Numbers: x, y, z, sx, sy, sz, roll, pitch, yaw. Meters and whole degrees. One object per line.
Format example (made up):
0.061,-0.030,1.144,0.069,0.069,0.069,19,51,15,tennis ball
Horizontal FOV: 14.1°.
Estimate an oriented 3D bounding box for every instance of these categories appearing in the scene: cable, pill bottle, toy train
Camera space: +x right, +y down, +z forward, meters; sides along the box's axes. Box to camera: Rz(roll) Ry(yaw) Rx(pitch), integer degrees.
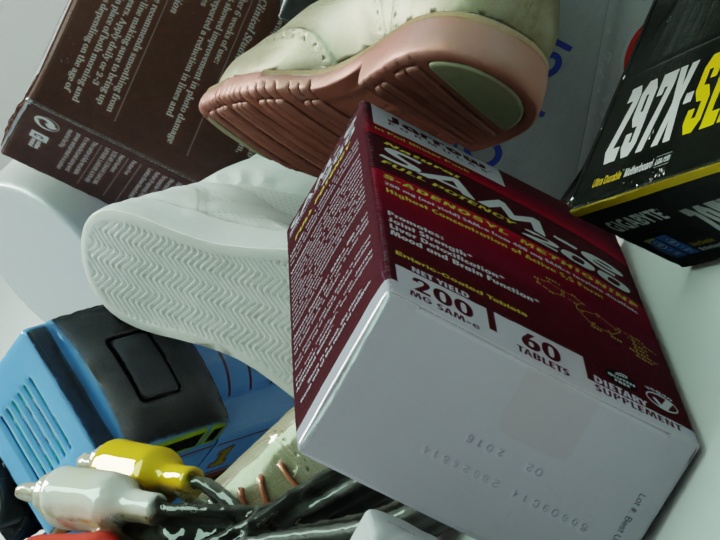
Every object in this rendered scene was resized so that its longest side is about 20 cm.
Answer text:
-0.053,0.088,1.008,0.199,0.050,0.097,-14,27,42,cable
-0.080,-0.061,1.367,0.200,0.114,0.114,-45,0,-30,pill bottle
-0.076,0.059,1.224,0.199,0.087,0.114,-15,-23,-42,toy train

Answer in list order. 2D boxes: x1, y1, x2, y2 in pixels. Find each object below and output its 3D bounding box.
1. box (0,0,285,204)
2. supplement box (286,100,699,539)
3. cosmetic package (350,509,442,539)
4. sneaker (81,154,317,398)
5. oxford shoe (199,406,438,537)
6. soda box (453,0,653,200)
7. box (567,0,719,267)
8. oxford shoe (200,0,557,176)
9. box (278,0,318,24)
-0.045,-0.062,1.274,0.101,0.199,0.075,-68,9,-22,box
0.037,0.019,0.937,0.061,0.108,0.200,-60,12,15,supplement box
-0.007,0.186,0.846,0.201,0.081,0.113,-63,10,16,cosmetic package
0.000,0.000,1.143,0.115,0.199,0.074,-27,-50,-44,sneaker
-0.023,0.092,1.075,0.074,0.071,0.200,-24,-18,-45,oxford shoe
0.089,-0.115,1.100,0.200,0.068,0.064,-57,13,34,soda box
0.138,-0.088,0.858,0.160,0.049,0.200,-68,11,-9,box
0.012,-0.081,1.079,0.200,0.071,0.074,-8,55,54,oxford shoe
0.048,-0.169,1.274,0.149,0.124,0.200,-61,12,17,box
